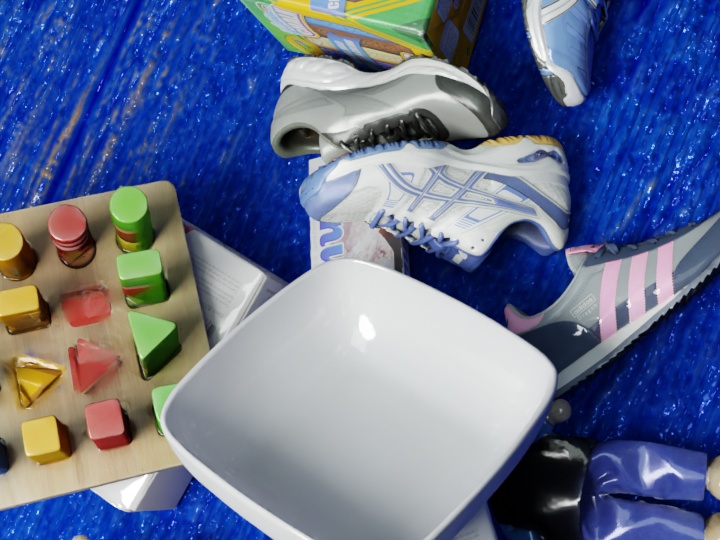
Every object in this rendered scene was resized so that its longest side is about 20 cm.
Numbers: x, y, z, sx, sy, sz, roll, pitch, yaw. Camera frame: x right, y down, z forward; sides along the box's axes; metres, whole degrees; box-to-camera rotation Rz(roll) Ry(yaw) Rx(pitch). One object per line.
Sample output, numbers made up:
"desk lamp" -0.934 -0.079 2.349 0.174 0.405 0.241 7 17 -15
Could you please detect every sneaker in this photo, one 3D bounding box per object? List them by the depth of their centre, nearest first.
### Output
"sneaker" 0.187 0.000 0.827 0.199 0.070 0.082 -39 75 6
"sneaker" 0.057 -0.042 0.843 0.197 0.075 0.089 -6 80 -9
"sneaker" 0.161 -0.220 0.870 0.076 0.076 0.203 -1 81 21
"sneaker" 0.018 -0.109 0.879 0.198 0.074 0.080 6 65 35

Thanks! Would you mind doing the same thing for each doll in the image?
"doll" 0.147 0.157 0.822 0.197 0.048 0.138 5 95 18

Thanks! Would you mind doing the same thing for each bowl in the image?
"bowl" 0.001 0.097 0.742 0.198 0.075 0.200 28 53 29

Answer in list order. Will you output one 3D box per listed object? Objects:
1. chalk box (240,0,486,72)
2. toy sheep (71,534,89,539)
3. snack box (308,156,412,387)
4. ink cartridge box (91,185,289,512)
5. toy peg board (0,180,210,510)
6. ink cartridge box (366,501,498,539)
"chalk box" -0.010 -0.231 0.900 0.198 0.124 0.126 16 85 19
"toy sheep" -0.192 0.281 0.865 0.138 0.138 0.201 39 89 19
"snack box" 0.000 0.000 0.878 0.071 0.024 0.202 -12 59 15
"ink cartridge box" -0.164 0.061 0.916 0.146 0.083 0.201 30 89 19
"toy peg board" -0.202 0.043 0.799 0.197 0.098 0.202 -12 78 -11
"ink cartridge box" 0.033 0.259 0.769 0.144 0.083 0.202 -17 93 -15
